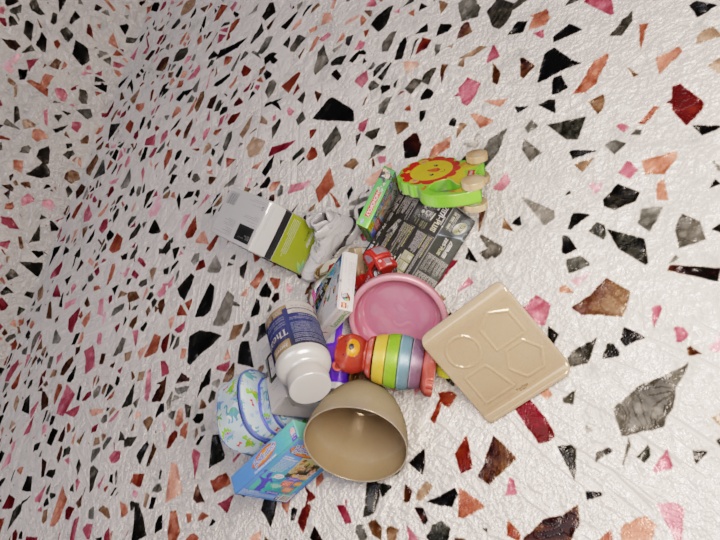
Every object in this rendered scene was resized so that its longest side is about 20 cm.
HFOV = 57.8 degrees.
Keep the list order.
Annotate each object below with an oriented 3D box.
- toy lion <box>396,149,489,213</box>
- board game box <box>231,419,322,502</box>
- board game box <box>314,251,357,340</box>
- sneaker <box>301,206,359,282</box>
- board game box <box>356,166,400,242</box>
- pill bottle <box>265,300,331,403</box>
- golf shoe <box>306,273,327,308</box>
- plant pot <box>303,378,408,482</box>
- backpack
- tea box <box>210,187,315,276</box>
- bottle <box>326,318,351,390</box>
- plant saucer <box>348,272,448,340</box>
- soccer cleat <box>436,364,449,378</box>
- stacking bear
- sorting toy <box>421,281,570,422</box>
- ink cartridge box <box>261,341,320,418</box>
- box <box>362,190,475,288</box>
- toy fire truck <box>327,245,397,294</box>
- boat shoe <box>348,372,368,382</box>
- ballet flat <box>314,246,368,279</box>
[{"bbox_3d":[0.166,-0.185,1.344,0.190,0.069,0.201,-4,32,16],"label":"toy lion"},{"bbox_3d":[-0.147,0.401,1.358,0.200,0.152,0.045,-43,45,17],"label":"board game box"},{"bbox_3d":[-0.058,0.060,1.365,0.200,0.034,0.127,130,150,-59],"label":"board game box"},{"bbox_3d":[-0.099,-0.067,1.580,0.200,0.115,0.075,-48,44,13],"label":"sneaker"},{"bbox_3d":[0.043,-0.138,1.439,0.029,0.200,0.136,24,86,10],"label":"board game box"},{"bbox_3d":[-0.120,0.160,1.286,0.111,0.111,0.201,-45,38,16],"label":"pill bottle"},{"bbox_3d":[-0.082,0.110,1.504,0.092,0.072,0.202,15,93,39],"label":"golf shoe"},{"bbox_3d":[0.000,0.292,1.271,0.200,0.200,0.135,-32,22,27],"label":"plant pot"},{"bbox_3d":[-0.206,0.307,1.425,0.147,0.199,0.184,-34,49,26],"label":"backpack"},{"bbox_3d":[-0.235,-0.099,1.663,0.199,0.196,0.135,24,87,46],"label":"tea box"},{"bbox_3d":[-0.037,0.164,1.426,0.065,0.083,0.202,-11,63,39],"label":"bottle"},{"bbox_3d":[0.077,0.091,1.305,0.200,0.201,0.051,-36,14,24],"label":"plant saucer"},{"bbox_3d":[0.212,0.136,1.207,0.199,0.083,0.065,-34,50,26],"label":"soccer cleat"},{"bbox_3d":[0.046,0.170,1.257,0.198,0.114,0.123,8,71,7],"label":"stacking bear"},{"bbox_3d":[0.235,0.144,1.147,0.185,0.200,0.036,-39,3,21],"label":"sorting toy"},{"bbox_3d":[-0.141,0.210,1.396,0.068,0.115,0.201,-50,39,32],"label":"ink cartridge box"},{"bbox_3d":[0.120,-0.065,1.394,0.163,0.086,0.201,34,94,47],"label":"box"},{"bbox_3d":[0.000,0.000,1.390,0.142,0.048,0.201,59,145,27],"label":"toy fire truck"},{"bbox_3d":[0.019,0.163,1.385,0.072,0.067,0.202,-5,66,41],"label":"boat shoe"},{"bbox_3d":[-0.029,-0.013,1.522,0.199,0.065,0.071,-28,49,29],"label":"ballet flat"}]
